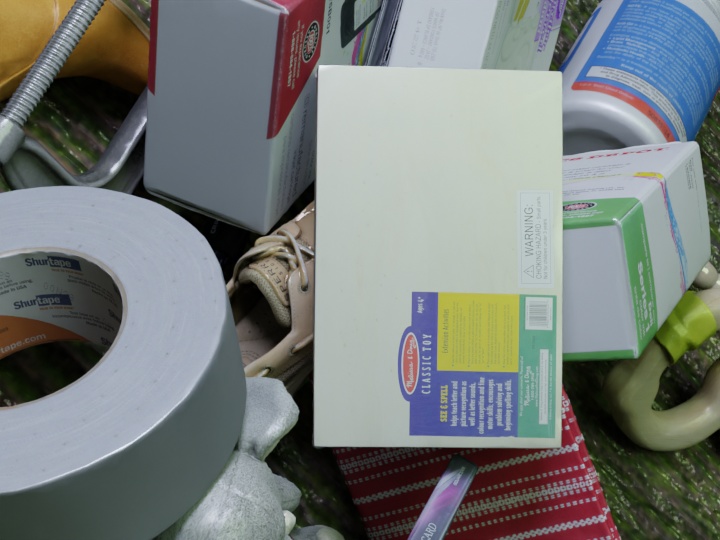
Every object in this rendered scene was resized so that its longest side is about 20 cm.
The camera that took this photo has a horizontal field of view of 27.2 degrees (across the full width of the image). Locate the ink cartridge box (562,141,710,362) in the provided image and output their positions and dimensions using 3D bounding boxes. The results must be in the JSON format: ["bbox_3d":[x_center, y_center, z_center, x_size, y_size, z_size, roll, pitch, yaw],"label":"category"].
[{"bbox_3d":[0.122,-0.013,0.912,0.200,0.144,0.085,-34,116,-60],"label":"ink cartridge box"}]

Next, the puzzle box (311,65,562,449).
[{"bbox_3d":[0.040,-0.006,0.784,0.132,0.025,0.202,2,86,-5],"label":"puzzle box"}]

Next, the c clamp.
[{"bbox_3d":[-0.147,-0.106,0.799,0.201,0.027,0.171,-57,144,-19],"label":"c clamp"}]

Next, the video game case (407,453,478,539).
[{"bbox_3d":[0.000,0.198,0.751,0.019,0.143,0.200,28,32,7],"label":"video game case"}]

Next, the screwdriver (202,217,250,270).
[{"bbox_3d":[-0.100,0.023,0.865,0.029,0.028,0.201,19,59,7],"label":"screwdriver"}]

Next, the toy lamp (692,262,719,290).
[{"bbox_3d":[0.271,0.017,1.108,0.200,0.058,0.058,36,54,-17],"label":"toy lamp"}]

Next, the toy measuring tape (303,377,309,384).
[{"bbox_3d":[0.000,0.000,0.907,0.200,0.073,0.074,-40,95,-35],"label":"toy measuring tape"}]

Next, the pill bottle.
[{"bbox_3d":[0.205,-0.140,1.092,0.112,0.112,0.200,43,53,-13],"label":"pill bottle"}]

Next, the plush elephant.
[{"bbox_3d":[-0.069,0.148,0.745,0.200,0.155,0.165,39,53,-16],"label":"plush elephant"}]

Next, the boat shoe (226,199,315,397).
[{"bbox_3d":[-0.035,0.013,0.816,0.071,0.065,0.200,35,84,27],"label":"boat shoe"}]

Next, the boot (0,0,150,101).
[{"bbox_3d":[-0.205,-0.111,0.829,0.201,0.071,0.145,39,68,-32],"label":"boot"}]

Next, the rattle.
[{"bbox_3d":[0.228,0.065,1.076,0.199,0.142,0.131,22,91,-44],"label":"rattle"}]

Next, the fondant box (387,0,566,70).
[{"bbox_3d":[0.074,-0.134,0.932,0.058,0.145,0.200,18,19,14],"label":"fondant box"}]

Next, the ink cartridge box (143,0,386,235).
[{"bbox_3d":[-0.039,-0.140,0.859,0.082,0.146,0.200,20,40,15],"label":"ink cartridge box"}]

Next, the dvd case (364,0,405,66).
[{"bbox_3d":[0.047,-0.185,0.917,0.016,0.201,0.149,19,11,14],"label":"dvd case"}]

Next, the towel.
[{"bbox_3d":[0.066,0.125,0.847,0.201,0.144,0.022,69,21,-9],"label":"towel"}]

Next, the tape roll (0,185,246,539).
[{"bbox_3d":[-0.156,0.048,0.708,0.199,0.066,0.201,-3,43,3],"label":"tape roll"}]
